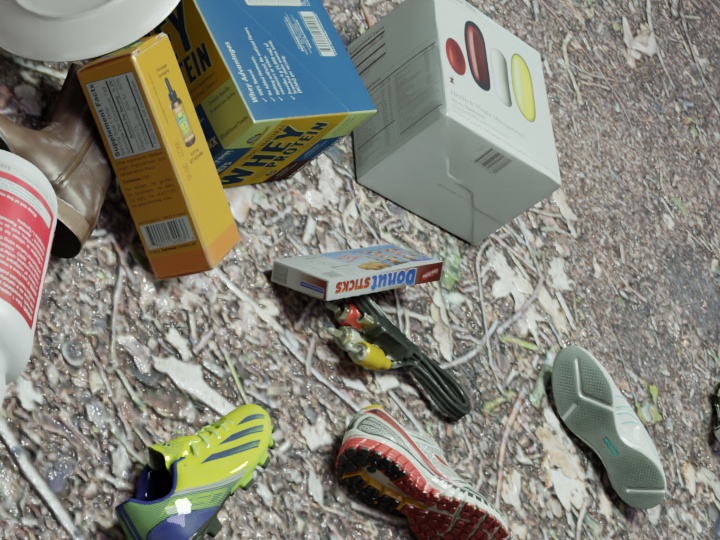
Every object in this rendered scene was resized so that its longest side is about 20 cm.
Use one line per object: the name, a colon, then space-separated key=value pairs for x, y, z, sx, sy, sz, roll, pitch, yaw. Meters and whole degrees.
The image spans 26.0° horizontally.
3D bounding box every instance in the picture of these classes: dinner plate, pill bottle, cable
dinner plate: x=-0.245 y=-0.263 z=1.373 sx=0.024 sy=0.197 sz=0.202 roll=73 pitch=11 yaw=-52
pill bottle: x=-0.289 y=0.016 z=1.139 sx=0.112 sy=0.112 sz=0.202 roll=32 pitch=40 yaw=-31
cable: x=0.034 y=0.086 z=1.567 sx=0.200 sy=0.050 sz=0.098 roll=42 pitch=17 yaw=-41

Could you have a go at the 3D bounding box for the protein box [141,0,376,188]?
protein box: x=-0.125 y=-0.198 z=1.499 sx=0.199 sy=0.134 sz=0.200 roll=-13 pitch=73 yaw=-54

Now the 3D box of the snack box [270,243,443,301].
snack box: x=0.000 y=0.000 z=1.552 sx=0.199 sy=0.071 sz=0.025 roll=-9 pitch=112 yaw=-54

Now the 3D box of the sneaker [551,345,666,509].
sneaker: x=0.280 y=0.174 z=1.768 sx=0.202 sy=0.070 sz=0.080 roll=59 pitch=19 yaw=0

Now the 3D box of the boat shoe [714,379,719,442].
boat shoe: x=0.488 y=0.164 z=2.027 sx=0.064 sy=0.070 sz=0.200 roll=56 pitch=26 yaw=0

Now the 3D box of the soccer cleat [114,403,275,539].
soccer cleat: x=-0.131 y=0.157 z=1.262 sx=0.084 sy=0.065 sz=0.200 roll=47 pitch=35 yaw=-9

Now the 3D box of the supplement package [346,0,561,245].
supplement package: x=0.104 y=-0.176 z=1.755 sx=0.190 sy=0.147 sz=0.202 roll=26 pitch=45 yaw=-36

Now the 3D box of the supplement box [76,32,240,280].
supplement box: x=-0.173 y=-0.098 z=1.356 sx=0.067 sy=0.068 sz=0.202 roll=-49 pitch=127 yaw=-59

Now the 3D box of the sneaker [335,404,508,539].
sneaker: x=0.066 y=0.195 z=1.464 sx=0.200 sy=0.078 sz=0.083 roll=40 pitch=36 yaw=-23

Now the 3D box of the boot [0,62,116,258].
boot: x=-0.268 y=-0.134 z=1.332 sx=0.187 sy=0.064 sz=0.201 roll=53 pitch=35 yaw=-28
